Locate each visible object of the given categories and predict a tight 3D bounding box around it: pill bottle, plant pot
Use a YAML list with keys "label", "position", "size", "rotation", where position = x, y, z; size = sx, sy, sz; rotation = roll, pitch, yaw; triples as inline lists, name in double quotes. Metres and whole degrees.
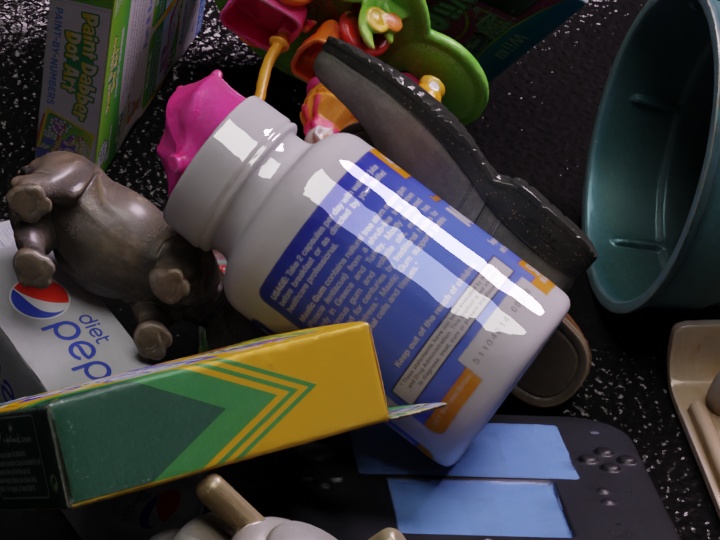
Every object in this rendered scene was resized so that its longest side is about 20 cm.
- label: "pill bottle"
  position: [0.000, 0.000, 1.232]
  size: [0.200, 0.112, 0.112]
  rotation: [38, 44, 5]
- label: "plant pot"
  position: [0.260, -0.057, 1.433]
  size: [0.195, 0.201, 0.201]
  rotation: [10, 40, -15]

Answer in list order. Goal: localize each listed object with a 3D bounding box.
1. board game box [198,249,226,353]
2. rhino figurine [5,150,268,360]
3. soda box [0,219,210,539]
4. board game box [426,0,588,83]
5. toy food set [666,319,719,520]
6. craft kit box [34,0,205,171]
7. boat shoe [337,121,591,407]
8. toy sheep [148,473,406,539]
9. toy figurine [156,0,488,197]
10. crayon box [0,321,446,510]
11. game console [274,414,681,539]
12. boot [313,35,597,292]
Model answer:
- label: "board game box"
  position: [-0.029, 0.002, 1.403]
  size: [0.133, 0.029, 0.201]
  rotation: [5, 41, -8]
- label: "rhino figurine"
  position: [-0.107, 0.004, 1.272]
  size: [0.199, 0.060, 0.088]
  rotation: [34, 19, -17]
- label: "soda box"
  position: [-0.157, 0.061, 1.273]
  size: [0.063, 0.069, 0.200]
  rotation: [-18, 49, -31]
- label: "board game box"
  position: [0.025, -0.196, 1.499]
  size: [0.199, 0.147, 0.065]
  rotation: [19, 60, -23]
- label: "toy food set"
  position: [0.269, 0.102, 1.342]
  size: [0.142, 0.061, 0.201]
  rotation: [0, 43, -14]
- label: "craft kit box"
  position: [-0.137, -0.183, 1.454]
  size: [0.048, 0.201, 0.198]
  rotation: [17, 40, 5]
- label: "boat shoe"
  position: [0.053, -0.002, 1.366]
  size: [0.200, 0.072, 0.068]
  rotation: [51, 9, 1]
- label: "toy sheep"
  position: [-0.060, 0.172, 1.099]
  size: [0.138, 0.199, 0.138]
  rotation: [39, 33, -31]
- label: "toy figurine"
  position: [-0.038, -0.088, 1.413]
  size: [0.199, 0.150, 0.185]
  rotation: [35, 54, -11]
- label: "crayon box"
  position: [-0.076, 0.067, 1.144]
  size: [0.199, 0.126, 0.052]
  rotation: [-13, 91, -28]
- label: "game console"
  position: [0.056, 0.114, 1.237]
  size: [0.198, 0.031, 0.177]
  rotation: [2, 14, -6]
- label: "boot"
  position: [0.021, -0.023, 1.303]
  size: [0.200, 0.131, 0.068]
  rotation: [43, 8, 5]
